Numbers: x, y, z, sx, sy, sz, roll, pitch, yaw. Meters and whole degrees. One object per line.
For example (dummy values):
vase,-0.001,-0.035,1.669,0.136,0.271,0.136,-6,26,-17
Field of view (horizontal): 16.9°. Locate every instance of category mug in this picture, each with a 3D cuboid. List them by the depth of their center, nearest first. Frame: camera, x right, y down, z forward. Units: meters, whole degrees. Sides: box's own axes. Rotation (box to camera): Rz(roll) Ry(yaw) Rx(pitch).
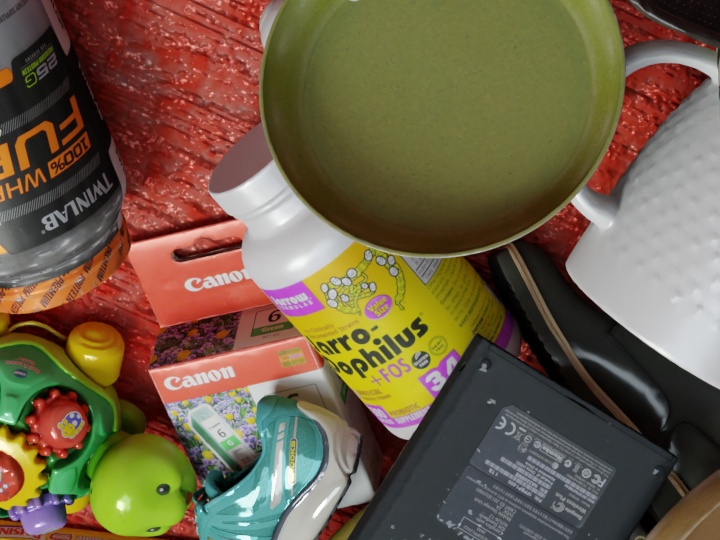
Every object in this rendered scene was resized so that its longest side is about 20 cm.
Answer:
mug,0.202,-0.048,1.350,0.200,0.148,0.175,30,103,-15

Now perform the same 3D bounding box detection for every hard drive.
hard drive,0.074,0.157,1.412,0.140,0.033,0.200,32,92,-10

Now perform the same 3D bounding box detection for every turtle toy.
turtle toy,-0.199,0.109,1.531,0.200,0.101,0.146,15,123,-1

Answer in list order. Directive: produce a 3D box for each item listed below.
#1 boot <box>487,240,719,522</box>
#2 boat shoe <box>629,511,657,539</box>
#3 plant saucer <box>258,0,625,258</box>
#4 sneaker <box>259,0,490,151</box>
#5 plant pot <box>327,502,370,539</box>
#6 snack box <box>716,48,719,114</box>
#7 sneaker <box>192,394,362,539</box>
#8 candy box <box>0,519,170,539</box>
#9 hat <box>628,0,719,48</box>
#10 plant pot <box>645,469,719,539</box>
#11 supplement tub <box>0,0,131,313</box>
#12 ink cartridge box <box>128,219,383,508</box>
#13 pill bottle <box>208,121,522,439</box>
boot,0.183,0.039,1.471,0.138,0.077,0.200,-36,96,-2
boat shoe,0.186,0.172,1.543,0.202,0.072,0.060,43,123,-15
plant saucer,0.045,-0.100,1.316,0.200,0.200,0.031,-4,166,10
sneaker,0.037,-0.105,1.367,0.200,0.099,0.078,18,123,-4
plant pot,0.050,0.211,1.512,0.200,0.200,0.142,17,119,-4
snack box,0.247,-0.117,1.272,0.116,0.200,0.037,5,123,3
sneaker,-0.071,0.161,1.516,0.080,0.078,0.200,29,113,-2
candy box,-0.202,0.220,1.650,0.200,0.026,0.102,6,126,3
hat,0.179,-0.203,1.274,0.201,0.201,0.081,35,158,-15
plant pot,0.214,0.173,1.450,0.027,0.200,0.200,45,128,29
supplement tub,-0.211,-0.082,1.400,0.122,0.123,0.200,-13,120,15
ink cartridge box,-0.069,0.065,1.518,0.109,0.050,0.200,-13,122,15
pill bottle,0.000,0.000,1.437,0.104,0.104,0.200,-32,113,24
